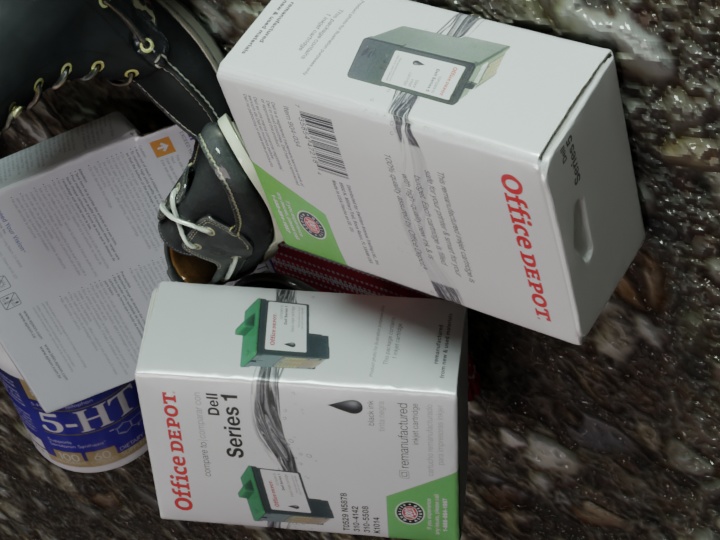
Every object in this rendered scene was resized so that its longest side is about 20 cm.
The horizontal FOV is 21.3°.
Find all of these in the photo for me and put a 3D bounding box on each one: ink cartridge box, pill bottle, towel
[{"bbox_3d":[-0.033,0.089,1.196,0.198,0.085,0.147,3,134,7],"label":"ink cartridge box"},{"bbox_3d":[0.041,-0.060,1.014,0.199,0.084,0.146,19,148,30],"label":"ink cartridge box"},{"bbox_3d":[-0.162,-0.010,1.280,0.199,0.041,0.200,-20,132,4],"label":"ink cartridge box"},{"bbox_3d":[-0.218,0.051,1.430,0.119,0.120,0.201,21,149,25],"label":"pill bottle"},{"bbox_3d":[0.000,0.000,1.218,0.144,0.023,0.201,18,147,30],"label":"towel"}]

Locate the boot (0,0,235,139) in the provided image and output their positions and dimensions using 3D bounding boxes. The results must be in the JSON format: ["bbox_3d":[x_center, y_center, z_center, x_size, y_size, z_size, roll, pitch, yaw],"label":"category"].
[{"bbox_3d":[-0.172,-0.112,1.095,0.204,0.154,0.073,48,150,-23],"label":"boot"}]

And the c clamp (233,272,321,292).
[{"bbox_3d":[-0.029,0.073,1.281,0.199,0.027,0.171,25,136,7],"label":"c clamp"}]

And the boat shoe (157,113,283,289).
[{"bbox_3d":[-0.087,-0.033,1.146,0.072,0.067,0.200,60,167,11],"label":"boat shoe"}]
